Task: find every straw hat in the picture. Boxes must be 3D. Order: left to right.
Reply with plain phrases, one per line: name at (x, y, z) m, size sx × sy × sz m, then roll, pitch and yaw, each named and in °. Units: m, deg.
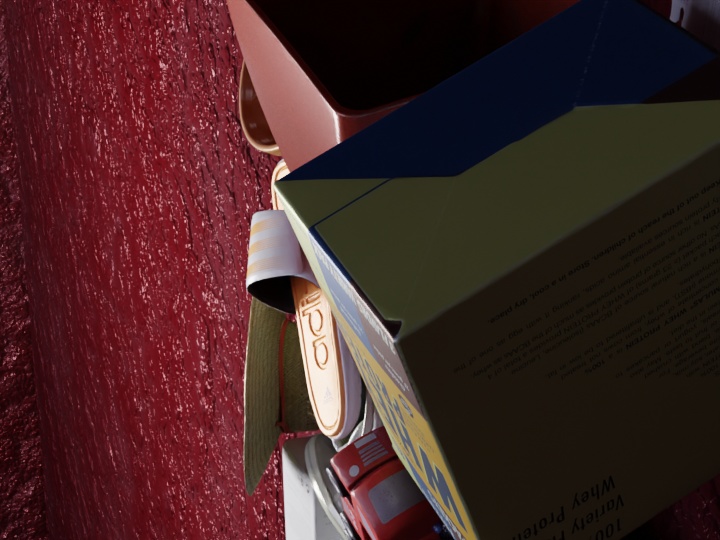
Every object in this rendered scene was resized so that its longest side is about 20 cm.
straw hat at (-0.044, 0.089, 1.065) m, size 0.201 × 0.084 × 0.205 m, roll 3°, pitch -90°, yaw -88°

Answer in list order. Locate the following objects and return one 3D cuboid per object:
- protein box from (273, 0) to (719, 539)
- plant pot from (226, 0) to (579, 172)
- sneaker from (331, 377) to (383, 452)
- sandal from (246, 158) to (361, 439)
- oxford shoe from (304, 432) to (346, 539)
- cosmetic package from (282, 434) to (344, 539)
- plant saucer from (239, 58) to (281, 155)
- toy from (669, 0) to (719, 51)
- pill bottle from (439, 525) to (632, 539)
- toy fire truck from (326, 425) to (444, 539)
protein box at (0.096, 0.014, 0.626) m, size 0.135 × 0.197 × 0.201 m, roll 51°, pitch 168°, yaw 48°
plant pot at (0.042, -0.094, 0.808) m, size 0.200 × 0.197 × 0.178 m, roll -126°, pitch 26°, yaw -46°
sneaker at (0.017, 0.115, 0.981) m, size 0.073 × 0.115 × 0.202 m, roll 31°, pitch 138°, yaw 35°
sandal at (-0.046, 0.015, 0.904) m, size 0.079 × 0.058 × 0.210 m, roll -35°, pitch 62°, yaw 55°
oxford shoe at (0.020, 0.193, 0.979) m, size 0.058 × 0.075 × 0.201 m, roll -49°, pitch 48°, yaw 14°
cosmetic package at (-0.005, 0.247, 1.155) m, size 0.081 × 0.111 × 0.203 m, roll -138°, pitch 45°, yaw -57°
plant saucer at (-0.038, -0.191, 1.059) m, size 0.200 × 0.032 × 0.203 m, roll -36°, pitch 46°, yaw 47°
toy at (0.209, -0.083, 0.586) m, size 0.200 × 0.047 × 0.117 m, roll -125°, pitch 34°, yaw -56°
pill bottle at (0.109, 0.179, 0.853) m, size 0.200 × 0.110 × 0.113 m, roll -138°, pitch 43°, yaw -56°
toy fire truck at (0.042, 0.197, 0.794) m, size 0.142 × 0.048 × 0.201 m, roll 54°, pitch 165°, yaw 32°
